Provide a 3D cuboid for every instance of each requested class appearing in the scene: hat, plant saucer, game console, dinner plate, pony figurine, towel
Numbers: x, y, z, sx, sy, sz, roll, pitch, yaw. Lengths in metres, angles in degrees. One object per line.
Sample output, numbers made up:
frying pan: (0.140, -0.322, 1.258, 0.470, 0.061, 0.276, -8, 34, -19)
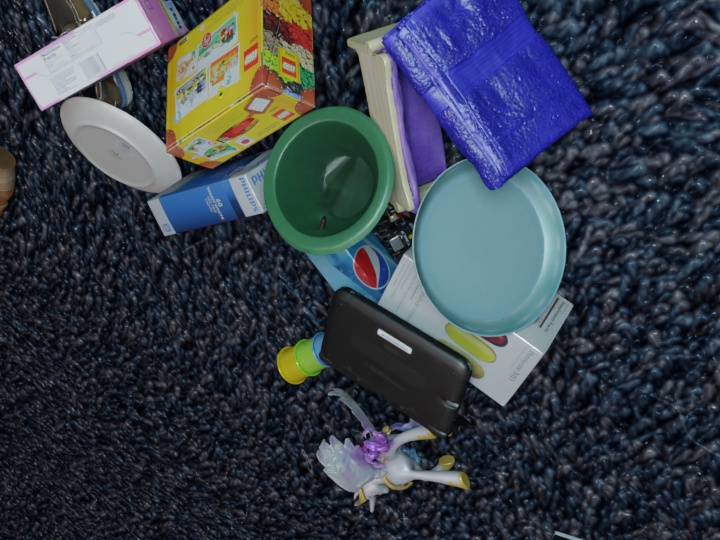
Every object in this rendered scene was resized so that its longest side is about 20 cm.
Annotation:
hat: (-0.008, -0.094, 1.087, 0.165, 0.176, 0.201, -37, 64, 15)
plant saucer: (0.142, -0.027, 1.012, 0.201, 0.200, 0.027, 58, 159, -12)
game console: (0.059, 0.114, 1.149, 0.199, 0.116, 0.177, 30, 127, 22)
dinner plate: (-0.352, -0.172, 1.308, 0.198, 0.024, 0.201, 20, 152, 11)
pony figurine: (0.036, 0.268, 1.318, 0.199, 0.167, 0.194, -22, 114, 26)
towel: (0.134, -0.201, 0.925, 0.201, 0.147, 0.050, 53, 172, -8)

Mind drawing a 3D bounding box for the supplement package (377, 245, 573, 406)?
supplement package: (0.138, 0.047, 1.106, 0.199, 0.110, 0.114, 35, 134, 10)

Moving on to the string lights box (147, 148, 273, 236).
string lights box: (-0.186, -0.109, 1.232, 0.199, 0.103, 0.059, -9, 114, 39)

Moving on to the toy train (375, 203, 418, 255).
toy train: (0.039, -0.061, 1.078, 0.046, 0.200, 0.034, -29, 106, 2)

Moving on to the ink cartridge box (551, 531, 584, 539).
ink cartridge box: (0.326, 0.478, 1.316, 0.099, 0.039, 0.202, 10, 125, 29)

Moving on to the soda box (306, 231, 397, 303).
soda box: (0.000, 0.000, 1.204, 0.068, 0.064, 0.201, -32, 99, 43)

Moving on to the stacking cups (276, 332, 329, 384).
stacking cups: (-0.041, 0.105, 1.313, 0.199, 0.061, 0.061, -32, 99, 40)

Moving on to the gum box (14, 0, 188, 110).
gum box: (-0.335, -0.283, 1.159, 0.199, 0.114, 0.067, -24, 107, 15)

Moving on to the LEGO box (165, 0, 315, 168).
LEGO box: (-0.149, -0.234, 1.087, 0.199, 0.077, 0.150, -21, 64, 42)

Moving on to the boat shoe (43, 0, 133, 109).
boat shoe: (-0.392, -0.313, 1.259, 0.072, 0.072, 0.201, -15, 110, 40)

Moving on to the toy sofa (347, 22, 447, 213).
toy sofa: (0.056, -0.171, 1.012, 0.098, 0.082, 0.202, 40, 146, 57)

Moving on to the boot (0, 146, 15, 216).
boot: (-0.676, -0.191, 1.551, 0.199, 0.077, 0.155, 38, 138, -2)
